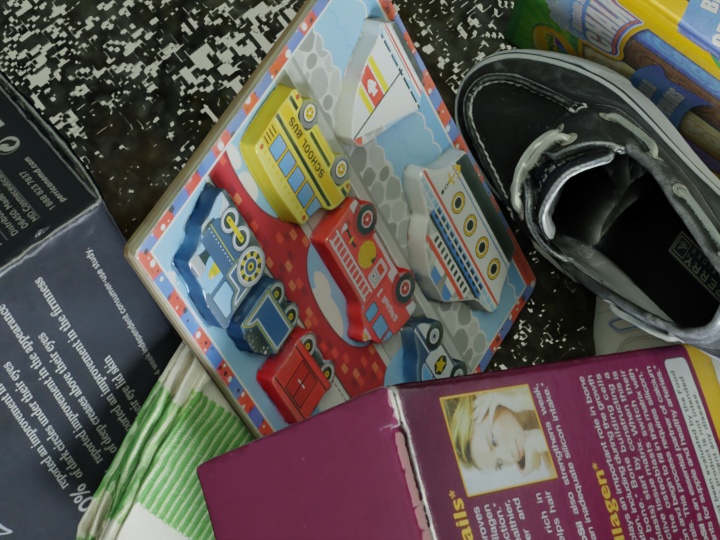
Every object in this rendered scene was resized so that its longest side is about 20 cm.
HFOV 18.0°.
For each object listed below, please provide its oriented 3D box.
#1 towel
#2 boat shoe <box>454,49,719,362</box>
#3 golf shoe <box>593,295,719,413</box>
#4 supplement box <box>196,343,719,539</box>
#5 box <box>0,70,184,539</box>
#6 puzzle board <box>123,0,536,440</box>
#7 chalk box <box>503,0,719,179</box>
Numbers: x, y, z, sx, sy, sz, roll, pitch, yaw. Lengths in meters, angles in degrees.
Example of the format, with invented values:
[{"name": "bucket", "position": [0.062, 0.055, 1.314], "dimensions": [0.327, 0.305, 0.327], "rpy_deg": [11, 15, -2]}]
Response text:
[{"name": "towel", "position": [-0.026, 0.048, 0.883], "dimensions": [0.023, 0.153, 0.201], "rpy_deg": [16, 73, 35]}, {"name": "boat shoe", "position": [0.091, -0.030, 0.890], "dimensions": [0.200, 0.067, 0.072], "rpy_deg": [48, 115, 39]}, {"name": "golf shoe", "position": [0.177, 0.028, 0.897], "dimensions": [0.199, 0.078, 0.098], "rpy_deg": [13, 87, 44]}, {"name": "supplement box", "position": [0.056, 0.108, 0.832], "dimensions": [0.199, 0.103, 0.132], "rpy_deg": [-3, 74, -49]}, {"name": "box", "position": [-0.172, 0.048, 0.847], "dimensions": [0.199, 0.148, 0.104], "rpy_deg": [-35, 48, -11]}, {"name": "puzzle board", "position": [0.000, 0.000, 0.862], "dimensions": [0.017, 0.200, 0.151], "rpy_deg": [15, 60, 37]}, {"name": "chalk box", "position": [0.142, -0.131, 0.937], "dimensions": [0.199, 0.124, 0.125], "rpy_deg": [36, 77, 5]}]
